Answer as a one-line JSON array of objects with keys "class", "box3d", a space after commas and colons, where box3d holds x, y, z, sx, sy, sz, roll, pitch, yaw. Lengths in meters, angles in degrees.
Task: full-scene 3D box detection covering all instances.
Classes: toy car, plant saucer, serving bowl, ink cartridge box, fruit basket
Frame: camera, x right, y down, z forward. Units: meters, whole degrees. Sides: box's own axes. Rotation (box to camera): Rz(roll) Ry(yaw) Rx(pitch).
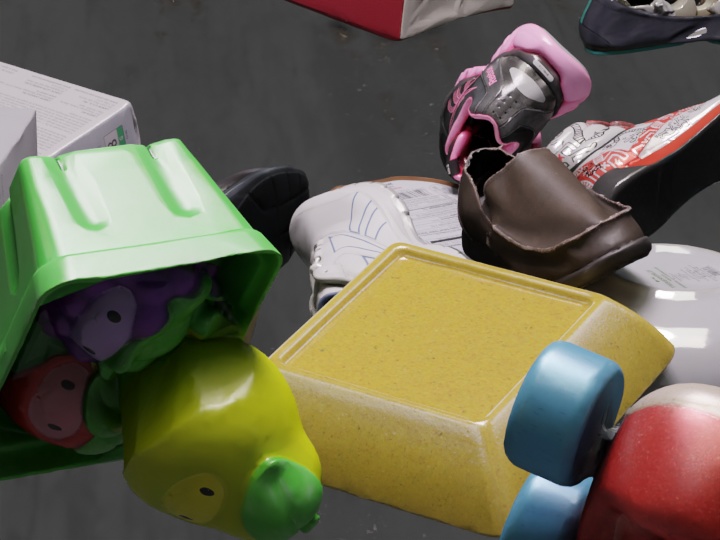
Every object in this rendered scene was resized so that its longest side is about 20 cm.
[{"class": "toy car", "box3d": [0.122, 0.167, 1.301, 0.184, 0.177, 0.200, 24, 54, 18]}, {"class": "plant saucer", "box3d": [0.044, 0.052, 1.639, 0.199, 0.049, 0.200, 15, 38, 29]}, {"class": "serving bowl", "box3d": [0.184, 0.028, 1.767, 0.199, 0.066, 0.200, 3, 19, -1]}, {"class": "ink cartridge box", "box3d": [-0.276, -0.072, 2.054, 0.161, 0.050, 0.200, 19, 44, 38]}, {"class": "fruit basket", "box3d": [-0.112, 0.060, 1.524, 0.155, 0.217, 0.215, -8, 22, -28]}]

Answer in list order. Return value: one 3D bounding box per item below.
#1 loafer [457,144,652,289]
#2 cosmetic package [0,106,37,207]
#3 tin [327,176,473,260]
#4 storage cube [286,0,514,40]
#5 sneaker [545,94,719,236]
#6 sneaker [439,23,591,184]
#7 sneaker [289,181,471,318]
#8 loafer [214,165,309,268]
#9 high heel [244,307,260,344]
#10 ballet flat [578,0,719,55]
[{"class": "loafer", "box3d": [0.103, -0.034, 1.769, 0.073, 0.072, 0.200, -26, 17, -19]}, {"class": "cosmetic package", "box3d": [-0.273, -0.035, 1.850, 0.112, 0.082, 0.200, 2, 25, 5]}, {"class": "tin", "box3d": [0.052, -0.017, 1.924, 0.112, 0.042, 0.200, -15, 26, -30]}, {"class": "storage cube", "box3d": [0.023, -0.315, 2.526, 0.179, 0.201, 0.171, 23, 27, 33]}, {"class": "sneaker", "box3d": [0.214, -0.089, 2.041, 0.201, 0.067, 0.108, -30, 30, -22]}, {"class": "sneaker", "box3d": [0.082, -0.092, 2.004, 0.079, 0.200, 0.095, 40, 67, 2]}, {"class": "sneaker", "box3d": [0.000, 0.000, 1.820, 0.087, 0.075, 0.200, -12, 23, -24]}, {"class": "loafer", "box3d": [-0.100, -0.025, 1.879, 0.072, 0.073, 0.200, 8, 19, 28]}, {"class": "high heel", "box3d": [-0.137, 0.018, 1.741, 0.142, 0.072, 0.200, 13, 30, 10]}, {"class": "ballet flat", "box3d": [0.277, -0.216, 2.460, 0.199, 0.073, 0.073, -3, 20, -16]}]
